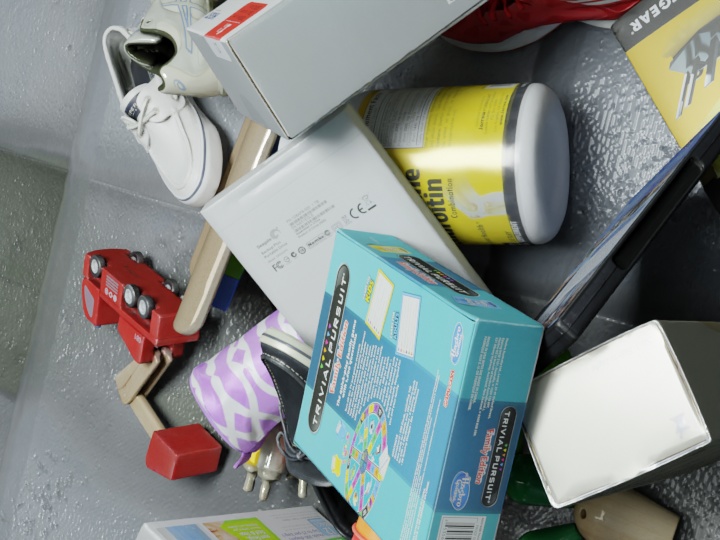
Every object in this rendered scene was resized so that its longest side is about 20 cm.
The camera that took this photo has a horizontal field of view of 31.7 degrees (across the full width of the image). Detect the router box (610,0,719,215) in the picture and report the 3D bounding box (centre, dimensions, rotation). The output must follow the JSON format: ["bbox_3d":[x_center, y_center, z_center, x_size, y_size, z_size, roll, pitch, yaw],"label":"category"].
[{"bbox_3d":[0.282,-0.151,0.812,0.199,0.052,0.159,-38,64,27],"label":"router box"}]

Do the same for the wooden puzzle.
[{"bbox_3d":[-0.095,-0.050,1.031,0.046,0.200,0.187,20,99,-9],"label":"wooden puzzle"}]

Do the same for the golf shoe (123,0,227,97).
[{"bbox_3d":[-0.165,-0.217,1.103,0.200,0.096,0.079,53,147,43],"label":"golf shoe"}]

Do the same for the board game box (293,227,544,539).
[{"bbox_3d":[0.027,0.074,0.773,0.200,0.046,0.153,-145,64,-62],"label":"board game box"}]

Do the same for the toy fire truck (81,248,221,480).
[{"bbox_3d":[-0.189,0.078,1.122,0.199,0.048,0.143,32,119,44],"label":"toy fire truck"}]

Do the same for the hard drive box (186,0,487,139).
[{"bbox_3d":[-0.006,-0.183,0.856,0.199,0.077,0.156,-37,21,-7],"label":"hard drive box"}]

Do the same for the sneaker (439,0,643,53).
[{"bbox_3d":[0.115,-0.211,0.903,0.198,0.115,0.080,-5,80,34],"label":"sneaker"}]

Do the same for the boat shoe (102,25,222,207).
[{"bbox_3d":[-0.184,-0.139,1.133,0.074,0.065,0.201,-49,52,27],"label":"boat shoe"}]

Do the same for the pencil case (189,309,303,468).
[{"bbox_3d":[-0.035,0.061,0.976,0.199,0.084,0.086,-34,88,11],"label":"pencil case"}]

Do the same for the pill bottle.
[{"bbox_3d":[0.045,-0.075,0.918,0.197,0.112,0.114,0,84,24],"label":"pill bottle"}]

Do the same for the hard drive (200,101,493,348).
[{"bbox_3d":[0.000,0.000,0.885,0.131,0.027,0.201,-32,106,23],"label":"hard drive"}]

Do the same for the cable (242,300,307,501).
[{"bbox_3d":[-0.051,0.085,1.026,0.096,0.050,0.203,-2,83,40],"label":"cable"}]

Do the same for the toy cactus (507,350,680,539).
[{"bbox_3d":[0.135,0.155,0.873,0.163,0.102,0.203,19,93,17],"label":"toy cactus"}]

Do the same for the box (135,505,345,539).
[{"bbox_3d":[-0.078,0.252,0.933,0.112,0.199,0.102,34,104,32],"label":"box"}]

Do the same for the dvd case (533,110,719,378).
[{"bbox_3d":[0.150,-0.005,0.774,0.018,0.200,0.143,41,153,4],"label":"dvd case"}]

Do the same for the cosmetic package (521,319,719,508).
[{"bbox_3d":[0.185,0.082,0.760,0.103,0.199,0.074,-30,71,28],"label":"cosmetic package"}]

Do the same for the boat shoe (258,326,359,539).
[{"bbox_3d":[-0.025,0.123,0.920,0.062,0.201,0.074,-44,39,-23],"label":"boat shoe"}]

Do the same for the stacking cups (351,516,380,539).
[{"bbox_3d":[0.035,0.126,0.858,0.060,0.060,0.202,30,102,35],"label":"stacking cups"}]
